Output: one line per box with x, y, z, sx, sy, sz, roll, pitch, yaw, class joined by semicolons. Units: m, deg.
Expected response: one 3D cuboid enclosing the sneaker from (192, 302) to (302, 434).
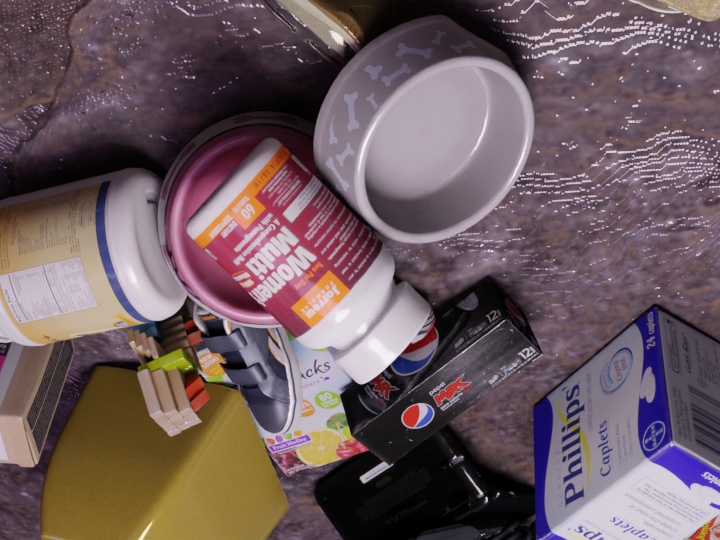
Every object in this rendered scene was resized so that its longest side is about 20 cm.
-0.115;0.065;1.390;0.078;0.079;0.202;-10;92;48;sneaker

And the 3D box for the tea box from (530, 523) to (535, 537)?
0.215;0.420;1.642;0.133;0.201;0.197;25;130;-14;tea box

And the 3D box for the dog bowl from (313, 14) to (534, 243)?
0.060;-0.112;1.223;0.198;0.059;0.202;-17;129;-22;dog bowl

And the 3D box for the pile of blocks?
-0.181;0.070;1.395;0.062;0.201;0.082;-23;128;2;pile of blocks

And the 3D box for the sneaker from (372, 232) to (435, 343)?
0.000;0.000;1.383;0.199;0.081;0.075;37;112;-27;sneaker

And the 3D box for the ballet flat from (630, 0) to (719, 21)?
0.212;-0.246;1.151;0.198;0.071;0.071;16;132;-7;ballet flat

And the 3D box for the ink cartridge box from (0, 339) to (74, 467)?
-0.410;0.110;1.475;0.198;0.166;0.076;2;132;5;ink cartridge box

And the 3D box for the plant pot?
-0.223;0.248;1.515;0.194;0.201;0.195;7;135;29;plant pot

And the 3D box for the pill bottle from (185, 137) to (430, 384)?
-0.041;-0.006;1.208;0.200;0.110;0.109;44;125;-7;pill bottle

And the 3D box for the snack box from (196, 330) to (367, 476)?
-0.067;0.120;1.513;0.141;0.053;0.201;-21;125;22;snack box

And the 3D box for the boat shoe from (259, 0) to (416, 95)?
-0.015;-0.210;1.212;0.064;0.074;0.200;-6;144;46;boat shoe

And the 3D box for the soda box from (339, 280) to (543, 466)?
0.078;0.103;1.435;0.199;0.064;0.071;-38;127;15;soda box

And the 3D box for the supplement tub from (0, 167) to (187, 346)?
-0.275;-0.009;1.366;0.198;0.145;0.145;-12;129;17;supplement tub

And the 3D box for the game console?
0.080;0.256;1.638;0.200;0.116;0.177;-37;88;32;game console

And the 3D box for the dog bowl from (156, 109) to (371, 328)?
-0.086;-0.042;1.293;0.198;0.074;0.202;0;97;-3;dog bowl

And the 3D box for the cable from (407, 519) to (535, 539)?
0.104;0.326;1.609;0.198;0.051;0.164;-9;153;-23;cable

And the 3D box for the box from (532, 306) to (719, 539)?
0.270;0.175;1.429;0.104;0.185;0.200;28;129;-19;box

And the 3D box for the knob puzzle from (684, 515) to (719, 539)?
0.385;0.247;1.581;0.217;0.031;0.221;4;132;4;knob puzzle
